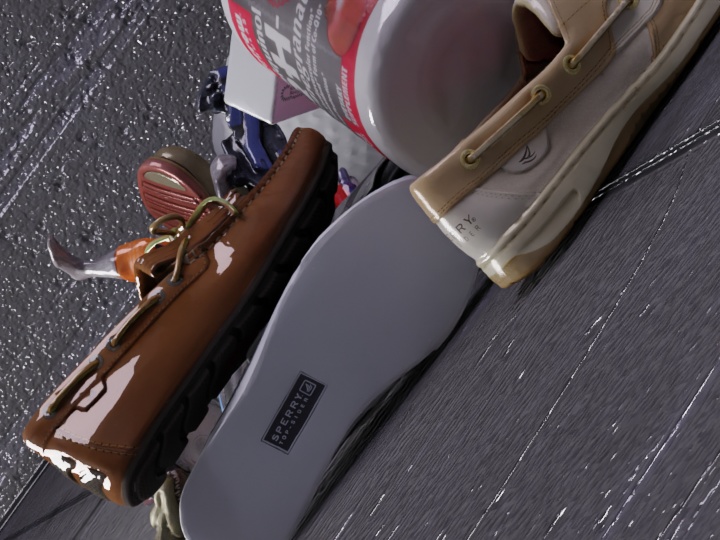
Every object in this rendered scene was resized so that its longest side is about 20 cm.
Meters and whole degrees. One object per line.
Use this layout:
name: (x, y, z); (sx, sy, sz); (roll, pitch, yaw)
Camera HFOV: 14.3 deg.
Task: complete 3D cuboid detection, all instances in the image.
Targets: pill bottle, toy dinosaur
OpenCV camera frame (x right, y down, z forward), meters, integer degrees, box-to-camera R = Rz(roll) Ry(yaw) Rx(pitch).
pill bottle: (0.005, -0.123, 1.271); (0.111, 0.111, 0.200); (-53, 39, 2)
toy dinosaur: (-0.147, 0.195, 1.521); (0.200, 0.047, 0.088); (-52, -9, 23)

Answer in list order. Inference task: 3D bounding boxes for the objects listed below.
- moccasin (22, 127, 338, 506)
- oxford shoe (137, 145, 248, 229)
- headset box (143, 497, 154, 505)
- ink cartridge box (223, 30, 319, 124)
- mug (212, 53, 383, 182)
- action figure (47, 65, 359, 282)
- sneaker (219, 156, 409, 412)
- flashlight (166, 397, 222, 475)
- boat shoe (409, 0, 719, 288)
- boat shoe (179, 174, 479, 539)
moccasin: (-0.078, 0.013, 1.298); (0.201, 0.078, 0.074); (-55, -16, -17)
oxford shoe: (-0.082, -0.046, 1.861); (0.075, 0.070, 0.200); (-63, -27, -10)
headset box: (-0.113, 0.068, 1.850); (0.149, 0.077, 0.200); (-55, 7, -13)
ink cartridge box: (-0.014, -0.179, 1.439); (0.099, 0.039, 0.200); (-21, -51, -48)
mug: (0.001, -0.126, 1.821); (0.175, 0.148, 0.200); (-54, -13, 17)
action figure: (-0.064, -0.009, 1.528); (0.105, 0.193, 0.200); (75, 177, -52)
sneaker: (0.001, 0.000, 1.354); (0.200, 0.071, 0.083); (-52, -1, -11)
flashlight: (-0.081, 0.076, 1.631); (0.068, 0.068, 0.200); (-57, 0, 10)
boat shoe: (0.091, -0.089, 1.165); (0.200, 0.069, 0.074); (-56, 6, -21)
boat shoe: (-0.013, 0.040, 1.271); (0.200, 0.072, 0.068); (-60, 6, 12)
